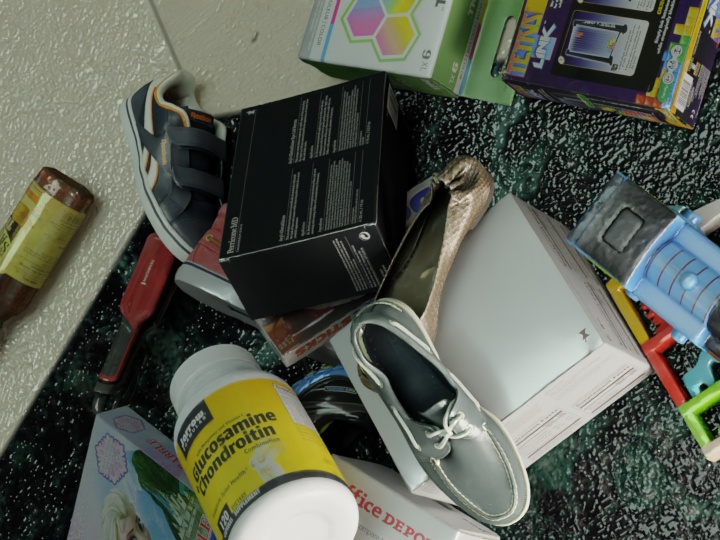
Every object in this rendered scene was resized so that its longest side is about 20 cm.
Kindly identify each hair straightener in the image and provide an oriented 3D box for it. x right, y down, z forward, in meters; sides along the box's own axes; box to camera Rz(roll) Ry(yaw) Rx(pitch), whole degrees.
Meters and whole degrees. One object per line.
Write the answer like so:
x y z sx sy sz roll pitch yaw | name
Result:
-0.202 0.069 1.698 0.041 0.077 0.201 8 65 13 | hair straightener

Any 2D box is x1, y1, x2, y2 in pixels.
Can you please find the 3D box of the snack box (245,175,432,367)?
0.000 0.000 1.572 0.199 0.024 0.072 -33 59 -10 | snack box

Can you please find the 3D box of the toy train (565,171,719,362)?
0.252 0.011 1.384 0.200 0.114 0.087 42 100 33 | toy train

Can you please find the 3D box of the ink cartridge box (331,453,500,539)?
0.005 0.273 1.507 0.145 0.084 0.201 27 92 35 | ink cartridge box

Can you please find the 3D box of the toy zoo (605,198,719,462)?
0.279 0.031 1.444 0.131 0.020 0.201 -37 61 18 | toy zoo

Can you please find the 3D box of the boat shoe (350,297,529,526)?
0.056 0.112 1.391 0.073 0.062 0.201 -35 85 14 | boat shoe

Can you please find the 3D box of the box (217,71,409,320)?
-0.036 -0.066 1.566 0.140 0.079 0.201 -11 42 15 | box

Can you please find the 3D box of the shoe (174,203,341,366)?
-0.064 0.011 1.627 0.199 0.072 0.091 25 75 23 | shoe

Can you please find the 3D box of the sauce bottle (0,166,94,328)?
-0.337 -0.005 1.802 0.066 0.066 0.201 36 95 33 | sauce bottle

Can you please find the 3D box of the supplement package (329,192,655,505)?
0.105 0.068 1.486 0.200 0.111 0.156 -39 61 16 | supplement package

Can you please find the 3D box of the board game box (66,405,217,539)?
-0.176 0.255 1.606 0.199 0.041 0.201 32 117 34 | board game box

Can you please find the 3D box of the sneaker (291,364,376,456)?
-0.067 0.166 1.588 0.199 0.071 0.083 -41 54 12 | sneaker

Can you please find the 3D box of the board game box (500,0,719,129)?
0.223 -0.231 1.527 0.164 0.057 0.202 16 86 35 | board game box

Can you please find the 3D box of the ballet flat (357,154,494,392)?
0.045 0.001 1.447 0.067 0.046 0.201 27 91 36 | ballet flat

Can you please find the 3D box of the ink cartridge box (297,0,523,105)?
0.050 -0.215 1.625 0.199 0.059 0.105 13 84 33 | ink cartridge box

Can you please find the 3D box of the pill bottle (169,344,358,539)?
-0.087 0.153 1.492 0.112 0.112 0.200 -47 43 12 | pill bottle

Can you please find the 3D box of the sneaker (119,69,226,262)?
-0.165 -0.101 1.716 0.079 0.078 0.201 -36 60 25 | sneaker
